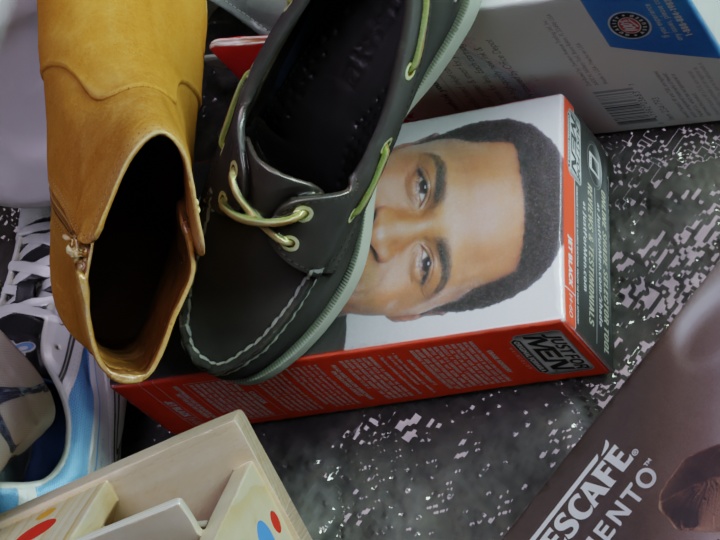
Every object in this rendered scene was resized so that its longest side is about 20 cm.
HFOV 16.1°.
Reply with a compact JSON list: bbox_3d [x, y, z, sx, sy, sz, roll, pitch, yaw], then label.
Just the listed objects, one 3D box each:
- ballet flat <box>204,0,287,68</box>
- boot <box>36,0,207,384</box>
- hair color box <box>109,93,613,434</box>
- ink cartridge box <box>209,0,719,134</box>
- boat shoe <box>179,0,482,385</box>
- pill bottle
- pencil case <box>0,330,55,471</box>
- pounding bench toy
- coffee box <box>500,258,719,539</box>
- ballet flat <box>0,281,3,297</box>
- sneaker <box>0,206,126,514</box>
[{"bbox_3d":[-0.080,-0.130,1.138,0.199,0.067,0.064,24,97,35],"label":"ballet flat"},{"bbox_3d":[-0.083,-0.065,0.961,0.070,0.144,0.203,2,98,-13],"label":"boot"},{"bbox_3d":[0.000,0.000,1.035,0.199,0.061,0.102,-10,63,22],"label":"hair color box"},{"bbox_3d":[0.052,-0.104,1.025,0.199,0.116,0.068,-5,65,24],"label":"ink cartridge box"},{"bbox_3d":[-0.023,-0.045,0.959,0.071,0.061,0.202,31,107,18],"label":"boat shoe"},{"bbox_3d":[-0.169,-0.115,1.117,0.114,0.114,0.200,-46,35,0],"label":"pill bottle"},{"bbox_3d":[-0.196,0.096,0.963,0.200,0.078,0.089,-54,9,-27],"label":"pencil case"},{"bbox_3d":[-0.115,0.168,0.929,0.199,0.156,0.125,-24,102,15],"label":"pounding bench toy"},{"bbox_3d":[0.150,0.075,0.911,0.113,0.080,0.200,37,85,34],"label":"coffee box"},{"bbox_3d":[-0.196,0.020,1.048,0.046,0.200,0.068,-18,84,24],"label":"ballet flat"},{"bbox_3d":[-0.130,0.023,1.084,0.071,0.072,0.201,-9,61,24],"label":"sneaker"}]
